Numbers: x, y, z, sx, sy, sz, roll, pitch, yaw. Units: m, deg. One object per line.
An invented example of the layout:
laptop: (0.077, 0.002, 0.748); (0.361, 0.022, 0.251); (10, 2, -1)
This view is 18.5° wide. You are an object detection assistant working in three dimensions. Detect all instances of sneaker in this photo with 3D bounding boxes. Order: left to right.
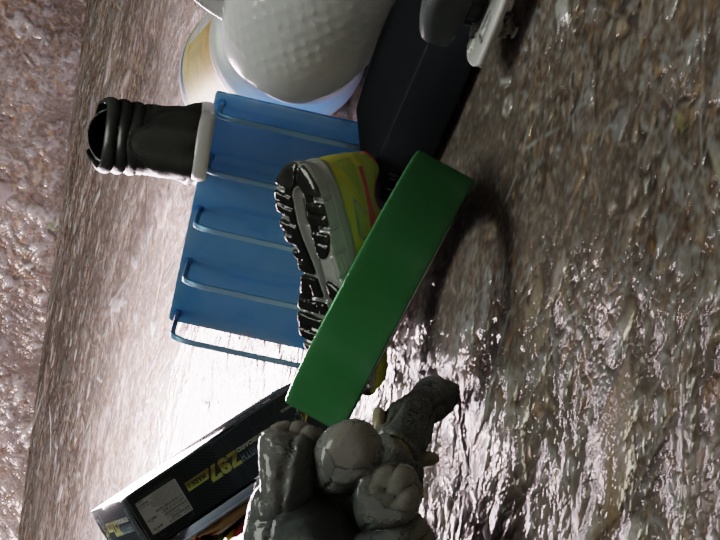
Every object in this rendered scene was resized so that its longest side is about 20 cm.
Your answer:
sneaker: (-0.171, -0.110, 1.792); (0.200, 0.098, 0.071); (-141, 61, -83)
sneaker: (0.000, 0.000, 1.704); (0.078, 0.090, 0.202); (16, 123, 44)

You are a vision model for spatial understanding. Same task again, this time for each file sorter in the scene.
file sorter: (-0.075, -0.032, 1.842); (0.123, 0.137, 0.202); (-104, 26, -80)

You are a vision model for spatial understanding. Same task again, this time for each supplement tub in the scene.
supplement tub: (-0.076, -0.191, 1.975); (0.200, 0.143, 0.146); (154, 125, -71)

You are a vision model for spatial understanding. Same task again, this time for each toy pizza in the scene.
toy pizza: (-0.108, 0.206, 1.843); (0.032, 0.199, 0.200); (56, 158, 1)

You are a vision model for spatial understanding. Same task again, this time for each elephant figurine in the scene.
elephant figurine: (-0.004, 0.157, 1.462); (0.200, 0.154, 0.143); (-12, -90, -83)

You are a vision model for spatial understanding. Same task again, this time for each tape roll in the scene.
tape roll: (0.014, 0.014, 1.553); (0.202, 0.048, 0.200); (-62, -2, -5)

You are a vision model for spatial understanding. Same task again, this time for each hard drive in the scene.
hard drive: (0.043, -0.153, 1.709); (0.136, 0.042, 0.201); (-95, 21, -44)

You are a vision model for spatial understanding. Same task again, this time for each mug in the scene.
mug: (-0.057, -0.241, 1.784); (0.176, 0.199, 0.148); (-58, 16, 30)

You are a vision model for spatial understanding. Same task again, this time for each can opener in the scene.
can opener: (0.101, -0.228, 1.519); (0.053, 0.066, 0.201); (-99, 29, -53)

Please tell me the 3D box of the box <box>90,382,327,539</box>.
box: (-0.120, 0.162, 1.844); (0.051, 0.199, 0.158); (58, 160, -1)
